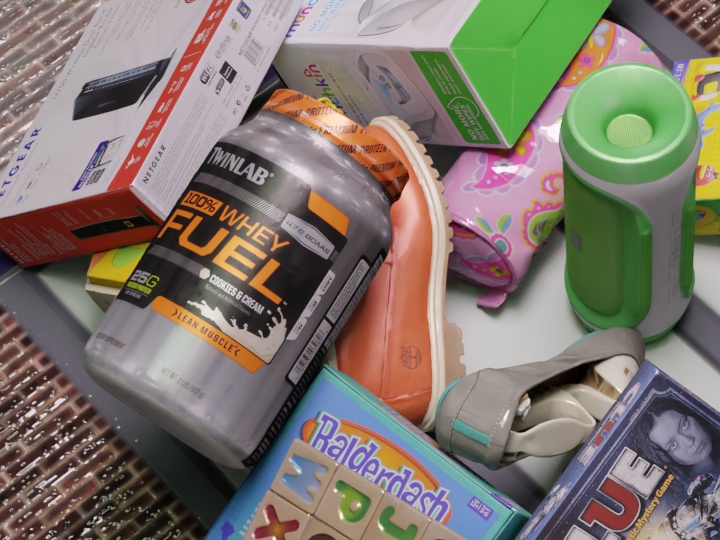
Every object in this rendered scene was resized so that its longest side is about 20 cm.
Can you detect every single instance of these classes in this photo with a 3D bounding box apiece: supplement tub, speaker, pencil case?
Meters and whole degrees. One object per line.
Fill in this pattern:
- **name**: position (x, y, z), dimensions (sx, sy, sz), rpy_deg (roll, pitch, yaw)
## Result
- **supplement tub**: position (-0.062, 0.003, 1.356), dimensions (0.122, 0.123, 0.201), rpy_deg (27, 79, 22)
- **speaker**: position (0.163, -0.036, 1.418), dimensions (0.088, 0.201, 0.089), rpy_deg (-3, 57, 5)
- **pencil case**: position (0.116, -0.074, 1.521), dimensions (0.087, 0.088, 0.200), rpy_deg (27, 65, 22)

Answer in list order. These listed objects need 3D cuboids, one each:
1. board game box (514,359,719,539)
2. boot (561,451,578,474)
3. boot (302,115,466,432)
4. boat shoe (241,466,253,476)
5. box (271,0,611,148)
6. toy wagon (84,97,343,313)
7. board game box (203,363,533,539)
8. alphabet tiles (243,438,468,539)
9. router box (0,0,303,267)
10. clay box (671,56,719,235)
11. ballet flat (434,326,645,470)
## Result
- **board game box**: position (0.155, 0.170, 1.299), dimensions (0.135, 0.035, 0.201), rpy_deg (34, 95, -8)
- **boot**: position (0.227, 0.134, 1.384), dimensions (0.198, 0.070, 0.132), rpy_deg (-10, 52, -5)
- **boot**: position (0.000, 0.000, 1.443), dimensions (0.106, 0.075, 0.202), rpy_deg (0, 75, -23)
- **boat shoe**: position (-0.009, 0.126, 1.419), dimensions (0.200, 0.057, 0.069), rpy_deg (38, 69, 26)
- **box**: position (0.064, -0.183, 1.545), dimensions (0.176, 0.097, 0.200), rpy_deg (8, 53, 44)
- **toy wagon**: position (-0.091, -0.048, 1.497), dimensions (0.200, 0.040, 0.155), rpy_deg (-49, 26, -19)
- **board game box**: position (-0.016, 0.179, 1.350), dimensions (0.152, 0.045, 0.201), rpy_deg (36, 93, 25)
- **alphabet tiles**: position (-0.018, 0.220, 1.307), dimensions (0.167, 0.008, 0.201), rpy_deg (28, 92, 28)
- **router box**: position (-0.145, -0.104, 1.530), dimensions (0.179, 0.049, 0.201), rpy_deg (-11, 45, 47)
- **clay box**: position (0.283, -0.084, 1.478), dimensions (0.199, 0.048, 0.116), rpy_deg (-4, 56, 36)
- **ballet flat**: position (0.124, 0.082, 1.382), dimensions (0.063, 0.068, 0.199), rpy_deg (27, 25, 36)
